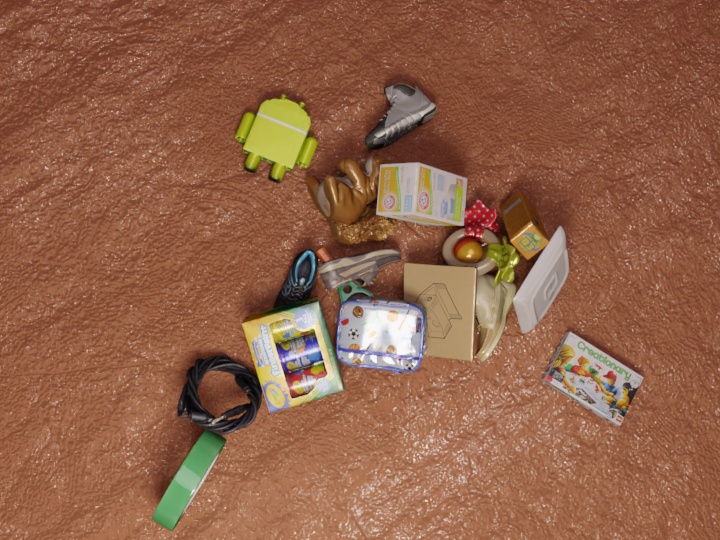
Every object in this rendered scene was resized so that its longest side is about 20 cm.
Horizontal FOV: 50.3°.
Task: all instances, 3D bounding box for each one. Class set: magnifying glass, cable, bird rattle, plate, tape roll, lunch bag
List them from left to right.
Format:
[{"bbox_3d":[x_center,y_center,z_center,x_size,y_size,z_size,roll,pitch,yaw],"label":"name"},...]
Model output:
[{"bbox_3d":[-0.335,0.410,1.509,0.048,0.200,0.201,30,78,1],"label":"tape roll"},{"bbox_3d":[-0.280,0.244,1.569,0.162,0.051,0.200,9,35,0],"label":"cable"},{"bbox_3d":[-0.035,0.036,1.708,0.079,0.022,0.200,-34,87,-12],"label":"magnifying glass"},{"bbox_3d":[0.049,0.140,1.645,0.199,0.076,0.161,7,95,8],"label":"lunch bag"},{"bbox_3d":[0.257,-0.058,1.691,0.162,0.113,0.200,-26,60,-9],"label":"bird rattle"},{"bbox_3d":[0.405,0.029,1.677,0.032,0.200,0.200,27,75,27],"label":"plate"}]

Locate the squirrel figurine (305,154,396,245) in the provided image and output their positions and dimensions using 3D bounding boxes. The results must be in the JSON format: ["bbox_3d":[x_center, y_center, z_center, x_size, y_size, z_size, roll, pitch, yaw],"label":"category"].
[{"bbox_3d":[0.008,-0.160,1.707,0.186,0.141,0.201,-24,98,-21],"label":"squirrel figurine"}]

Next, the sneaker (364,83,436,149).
[{"bbox_3d":[0.070,-0.365,1.772,0.199,0.075,0.116,-31,80,-21],"label":"sneaker"}]

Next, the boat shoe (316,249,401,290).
[{"bbox_3d":[0.000,0.000,1.685,0.199,0.074,0.074,-12,93,-23],"label":"boat shoe"}]

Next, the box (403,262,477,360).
[{"bbox_3d":[0.170,0.087,1.658,0.163,0.021,0.201,4,97,23],"label":"box"}]

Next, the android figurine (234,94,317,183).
[{"bbox_3d":[-0.188,-0.304,1.738,0.181,0.041,0.201,20,79,-3],"label":"android figurine"}]

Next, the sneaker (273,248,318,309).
[{"bbox_3d":[-0.142,0.046,1.660,0.073,0.082,0.201,15,80,-7],"label":"sneaker"}]

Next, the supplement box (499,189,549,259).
[{"bbox_3d":[0.358,-0.104,1.686,0.069,0.200,0.067,-41,107,18],"label":"supplement box"}]

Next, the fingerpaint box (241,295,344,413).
[{"bbox_3d":[-0.139,0.175,1.606,0.166,0.073,0.201,-16,98,-2],"label":"fingerpaint box"}]

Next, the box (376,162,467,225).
[{"bbox_3d":[0.134,-0.162,1.657,0.200,0.101,0.113,8,87,-51],"label":"box"}]

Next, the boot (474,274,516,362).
[{"bbox_3d":[0.249,0.087,1.703,0.155,0.073,0.201,24,71,-4],"label":"boot"}]

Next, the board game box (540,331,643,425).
[{"bbox_3d":[0.523,0.245,1.731,0.199,0.035,0.127,31,77,-1],"label":"board game box"}]
